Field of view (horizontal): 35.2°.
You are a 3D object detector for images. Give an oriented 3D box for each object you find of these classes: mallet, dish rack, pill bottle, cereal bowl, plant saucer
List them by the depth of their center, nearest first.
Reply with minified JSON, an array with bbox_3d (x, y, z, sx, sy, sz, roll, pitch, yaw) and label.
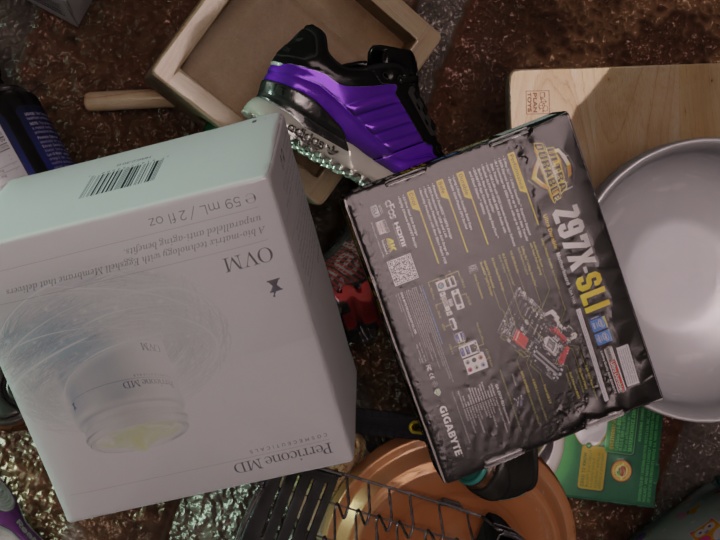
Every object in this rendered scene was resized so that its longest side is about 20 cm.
[{"bbox_3d":[0.005,0.222,0.812,0.197,0.055,0.155,19,101,-10],"label":"dish rack"},{"bbox_3d":[0.239,0.004,0.823,0.197,0.083,0.204,0,95,-5],"label":"cereal bowl"},{"bbox_3d":[-0.037,0.115,0.825,0.197,0.041,0.067,11,83,24],"label":"mallet"},{"bbox_3d":[-0.270,-0.066,0.849,0.111,0.112,0.202,-30,88,-5],"label":"pill bottle"},{"bbox_3d":[0.069,0.216,0.861,0.197,0.032,0.204,-2,106,-6],"label":"plant saucer"}]

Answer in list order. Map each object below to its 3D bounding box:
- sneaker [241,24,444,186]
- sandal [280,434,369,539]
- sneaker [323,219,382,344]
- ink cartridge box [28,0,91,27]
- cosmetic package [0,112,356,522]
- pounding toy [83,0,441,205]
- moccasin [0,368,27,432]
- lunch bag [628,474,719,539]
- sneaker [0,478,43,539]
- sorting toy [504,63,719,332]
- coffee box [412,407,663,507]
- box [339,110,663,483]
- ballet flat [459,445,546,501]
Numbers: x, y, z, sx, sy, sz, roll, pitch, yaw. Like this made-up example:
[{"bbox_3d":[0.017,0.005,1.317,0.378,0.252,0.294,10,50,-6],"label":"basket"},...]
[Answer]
[{"bbox_3d":[0.024,-0.103,0.795,0.198,0.069,0.101,28,88,-23],"label":"sneaker"},{"bbox_3d":[-0.039,0.132,0.871,0.077,0.070,0.214,-28,88,-5],"label":"sandal"},{"bbox_3d":[0.000,0.000,0.876,0.198,0.071,0.099,-21,58,-6],"label":"sneaker"},{"bbox_3d":[-0.255,-0.327,0.878,0.174,0.084,0.202,27,84,-6],"label":"ink cartridge box"},{"bbox_3d":[-0.120,0.032,0.736,0.196,0.123,0.202,-13,115,7],"label":"cosmetic package"},{"bbox_3d":[-0.082,-0.153,0.871,0.183,0.142,0.201,37,87,-15],"label":"pounding toy"},{"bbox_3d":[-0.187,0.071,0.869,0.200,0.078,0.074,-30,73,-2],"label":"moccasin"},{"bbox_3d":[0.263,0.241,0.820,0.169,0.200,0.123,-35,88,-6],"label":"lunch bag"},{"bbox_3d":[-0.271,0.242,0.856,0.099,0.075,0.201,-40,85,8],"label":"sneaker"},{"bbox_3d":[0.209,-0.055,0.893,0.195,0.070,0.204,-2,94,-4],"label":"sorting toy"},{"bbox_3d":[0.139,0.114,0.898,0.197,0.044,0.125,7,87,-4],"label":"coffee box"},{"bbox_3d":[0.092,0.018,0.750,0.158,0.049,0.203,-21,95,-4],"label":"box"},{"bbox_3d":[0.115,0.067,0.826,0.068,0.068,0.203,15,82,-26],"label":"ballet flat"}]
